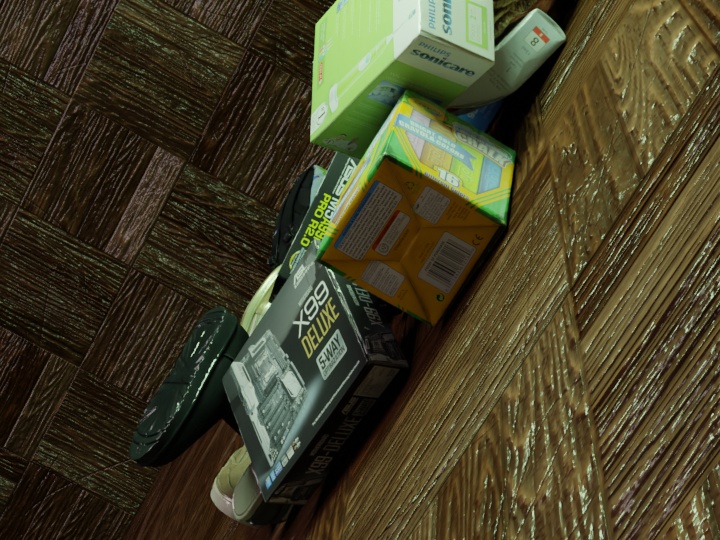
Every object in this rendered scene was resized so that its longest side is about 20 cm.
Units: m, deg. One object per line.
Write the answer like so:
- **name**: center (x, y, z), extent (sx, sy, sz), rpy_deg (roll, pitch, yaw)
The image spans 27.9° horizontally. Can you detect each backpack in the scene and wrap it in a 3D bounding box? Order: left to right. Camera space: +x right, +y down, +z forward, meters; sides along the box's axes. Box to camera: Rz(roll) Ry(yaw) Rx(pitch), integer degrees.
- **backpack**: center (-0.077, -0.080, 2.404), extent (0.201, 0.153, 0.163), rpy_deg (-101, 32, -45)

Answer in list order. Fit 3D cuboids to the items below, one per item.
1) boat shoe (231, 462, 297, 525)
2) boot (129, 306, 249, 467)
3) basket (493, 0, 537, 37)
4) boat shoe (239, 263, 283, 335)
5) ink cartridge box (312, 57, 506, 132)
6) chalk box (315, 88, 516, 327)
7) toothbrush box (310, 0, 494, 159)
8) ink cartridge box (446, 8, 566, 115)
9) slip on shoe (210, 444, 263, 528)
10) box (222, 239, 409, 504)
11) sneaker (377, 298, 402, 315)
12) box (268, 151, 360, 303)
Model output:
- **boat shoe**: center (-0.059, 0.181, 1.451), extent (0.200, 0.057, 0.067), rpy_deg (-54, 37, 26)
- **boot**: center (-0.129, 0.153, 1.496), extent (0.073, 0.162, 0.199), rpy_deg (-12, 43, 51)
- **basket**: center (0.157, -0.296, 1.472), extent (0.200, 0.142, 0.150), rpy_deg (-46, -49, -44)
- **boat shoe**: center (-0.122, 0.088, 1.798), extent (0.201, 0.063, 0.073), rpy_deg (-62, -10, -15)
- **ink cartridge box**: center (0.061, -0.232, 1.598), extent (0.084, 0.199, 0.145), rpy_deg (-58, 7, 26)
- **chalk box**: center (0.055, -0.068, 1.289), extent (0.125, 0.123, 0.200), rpy_deg (-58, 7, 27)
- **toothbrush box**: center (0.036, -0.214, 1.360), extent (0.200, 0.086, 0.146), rpy_deg (-41, 40, 50)
- **ink cartridge box**: center (0.109, -0.166, 1.444), extent (0.200, 0.050, 0.162), rpy_deg (-50, 6, -2)
- **slip on shoe**: center (-0.117, 0.229, 1.633), extent (0.061, 0.076, 0.200), rpy_deg (-63, -2, 11)
- **box**: center (-0.047, 0.096, 1.363), extent (0.200, 0.050, 0.158), rpy_deg (-55, 42, 31)
- **sneaker**: center (0.035, 0.006, 1.431), extent (0.200, 0.076, 0.091), rpy_deg (-46, -20, -79)
- **box**: center (-0.048, -0.039, 1.645), extent (0.161, 0.044, 0.200), rpy_deg (-64, 1, -12)
